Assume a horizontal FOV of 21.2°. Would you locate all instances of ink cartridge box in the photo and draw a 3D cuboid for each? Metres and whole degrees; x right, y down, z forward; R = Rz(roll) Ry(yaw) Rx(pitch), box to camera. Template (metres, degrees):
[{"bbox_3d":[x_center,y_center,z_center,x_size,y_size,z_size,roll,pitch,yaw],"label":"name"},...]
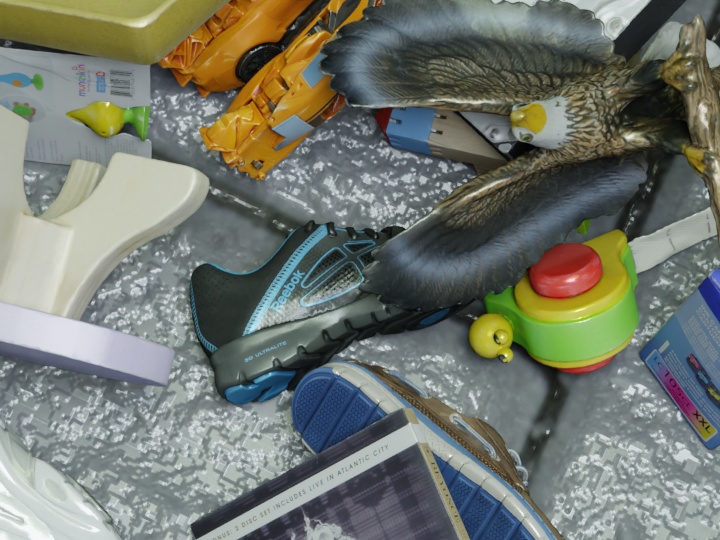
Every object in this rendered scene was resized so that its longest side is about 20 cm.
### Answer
[{"bbox_3d":[0.239,0.011,1.025,0.136,0.200,0.076,-36,78,-13],"label":"ink cartridge box"}]

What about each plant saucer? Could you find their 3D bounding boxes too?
[{"bbox_3d":[-0.129,-0.173,1.026,0.199,0.049,0.200,14,43,31],"label":"plant saucer"}]

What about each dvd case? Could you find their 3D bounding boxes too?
[{"bbox_3d":[0.006,0.194,1.006,0.148,0.016,0.201,-30,75,23],"label":"dvd case"}]

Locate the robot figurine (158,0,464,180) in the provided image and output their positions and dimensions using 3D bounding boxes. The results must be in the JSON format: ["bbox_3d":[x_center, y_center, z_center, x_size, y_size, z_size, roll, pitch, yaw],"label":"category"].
[{"bbox_3d":[-0.021,-0.154,1.069,0.200,0.058,0.145,-46,54,17],"label":"robot figurine"}]

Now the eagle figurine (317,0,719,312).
[{"bbox_3d":[0.092,-0.071,0.983,0.199,0.151,0.152,-8,55,30],"label":"eagle figurine"}]

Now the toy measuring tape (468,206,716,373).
[{"bbox_3d":[0.155,0.008,1.086,0.199,0.074,0.074,-22,75,-10],"label":"toy measuring tape"}]

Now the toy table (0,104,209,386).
[{"bbox_3d":[-0.182,-0.015,1.024,0.199,0.184,0.118,13,83,8],"label":"toy table"}]

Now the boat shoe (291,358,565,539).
[{"bbox_3d":[0.056,0.115,1.039,0.200,0.072,0.072,45,31,16],"label":"boat shoe"}]

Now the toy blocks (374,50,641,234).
[{"bbox_3d":[0.092,-0.131,1.125,0.136,0.100,0.201,14,79,14],"label":"toy blocks"}]

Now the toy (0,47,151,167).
[{"bbox_3d":[-0.213,-0.109,1.080,0.199,0.115,0.047,10,60,0],"label":"toy"}]

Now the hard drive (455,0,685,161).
[{"bbox_3d":[0.108,-0.173,1.069,0.200,0.038,0.140,-46,62,5],"label":"hard drive"}]

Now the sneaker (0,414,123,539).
[{"bbox_3d":[-0.222,0.113,1.027,0.200,0.078,0.099,43,78,10],"label":"sneaker"}]

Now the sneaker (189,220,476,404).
[{"bbox_3d":[0.000,0.000,1.079,0.199,0.073,0.082,-22,73,-11],"label":"sneaker"}]
